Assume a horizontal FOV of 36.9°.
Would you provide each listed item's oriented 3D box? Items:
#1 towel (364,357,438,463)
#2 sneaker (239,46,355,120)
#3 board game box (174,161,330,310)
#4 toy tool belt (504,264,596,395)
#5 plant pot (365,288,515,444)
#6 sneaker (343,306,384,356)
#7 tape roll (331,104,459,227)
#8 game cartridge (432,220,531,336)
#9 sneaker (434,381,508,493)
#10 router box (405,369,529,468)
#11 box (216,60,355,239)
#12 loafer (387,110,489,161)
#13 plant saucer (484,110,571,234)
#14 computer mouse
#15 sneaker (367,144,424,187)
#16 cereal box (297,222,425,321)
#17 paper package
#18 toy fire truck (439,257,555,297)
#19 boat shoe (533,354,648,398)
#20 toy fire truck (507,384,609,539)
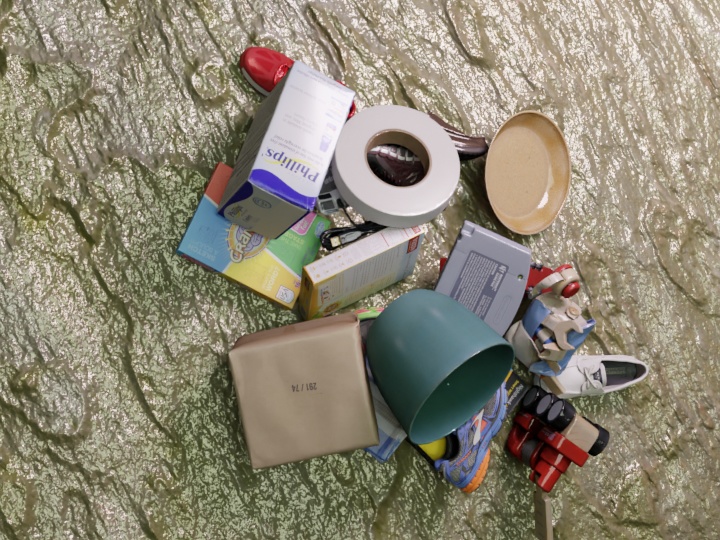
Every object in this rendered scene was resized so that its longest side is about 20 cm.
[{"bbox_3d":[0.042,0.182,1.687,0.146,0.024,0.201,34,75,19],"label":"towel"},{"bbox_3d":[-0.088,-0.296,1.670,0.198,0.115,0.079,27,77,-15],"label":"sneaker"},{"bbox_3d":[-0.165,-0.051,1.665,0.198,0.040,0.155,27,78,-14],"label":"board game box"},{"bbox_3d":[0.320,0.099,1.711,0.123,0.201,0.124,-16,56,-33],"label":"toy tool belt"},{"bbox_3d":[0.101,0.127,1.589,0.199,0.202,0.161,-34,61,-17],"label":"plant pot"},{"bbox_3d":[-0.013,0.110,1.686,0.197,0.077,0.085,-16,95,-5],"label":"sneaker"},{"bbox_3d":[0.054,-0.162,1.647,0.199,0.037,0.206,5,61,-9],"label":"tape roll"},{"bbox_3d":[0.180,0.037,1.670,0.131,0.041,0.202,25,110,2],"label":"game cartridge"},{"bbox_3d":[0.173,0.239,1.677,0.077,0.075,0.203,20,79,-14],"label":"sneaker"},{"bbox_3d":[0.157,0.213,1.738,0.149,0.051,0.201,44,75,-11],"label":"router box"},{"bbox_3d":[-0.111,-0.170,1.580,0.104,0.184,0.203,25,71,-15],"label":"box"},{"bbox_3d":[0.119,-0.225,1.752,0.197,0.073,0.072,8,83,-17],"label":"loafer"},{"bbox_3d":[0.269,-0.162,1.789,0.198,0.035,0.204,-4,97,-36],"label":"plant saucer"},{"bbox_3d":[-0.040,-0.119,1.678,0.108,0.044,0.202,-25,60,-5],"label":"computer mouse"},{"bbox_3d":[0.060,-0.134,1.727,0.196,0.076,0.118,7,86,-17],"label":"sneaker"},{"bbox_3d":[0.000,0.000,1.660,0.198,0.144,0.040,-26,68,-19],"label":"cereal box"},{"bbox_3d":[-0.081,0.177,1.599,0.196,0.104,0.194,-11,98,1],"label":"paper package"},{"bbox_3d":[0.229,0.015,1.751,0.199,0.139,0.050,12,79,-55],"label":"toy fire truck"},{"bbox_3d":[0.388,0.178,1.807,0.196,0.066,0.073,-1,86,-18],"label":"boat shoe"},{"bbox_3d":[0.294,0.311,1.716,0.128,0.176,0.201,35,87,-12],"label":"toy fire truck"}]
